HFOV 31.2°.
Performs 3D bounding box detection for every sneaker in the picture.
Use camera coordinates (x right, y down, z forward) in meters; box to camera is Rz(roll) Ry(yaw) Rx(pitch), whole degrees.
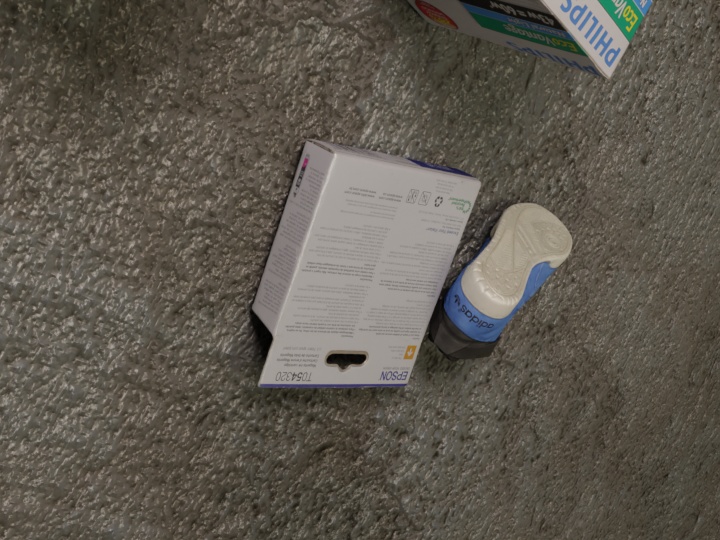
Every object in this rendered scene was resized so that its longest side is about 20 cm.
[{"bbox_3d":[0.125,0.014,1.209,0.111,0.077,0.200,-52,176,36],"label":"sneaker"}]

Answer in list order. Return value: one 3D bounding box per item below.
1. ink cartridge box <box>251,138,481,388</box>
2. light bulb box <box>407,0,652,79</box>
[{"bbox_3d":[0.000,0.000,1.087,0.195,0.043,0.202,6,109,-49],"label":"ink cartridge box"},{"bbox_3d":[0.133,-0.277,0.948,0.125,0.197,0.201,32,86,-48],"label":"light bulb box"}]
